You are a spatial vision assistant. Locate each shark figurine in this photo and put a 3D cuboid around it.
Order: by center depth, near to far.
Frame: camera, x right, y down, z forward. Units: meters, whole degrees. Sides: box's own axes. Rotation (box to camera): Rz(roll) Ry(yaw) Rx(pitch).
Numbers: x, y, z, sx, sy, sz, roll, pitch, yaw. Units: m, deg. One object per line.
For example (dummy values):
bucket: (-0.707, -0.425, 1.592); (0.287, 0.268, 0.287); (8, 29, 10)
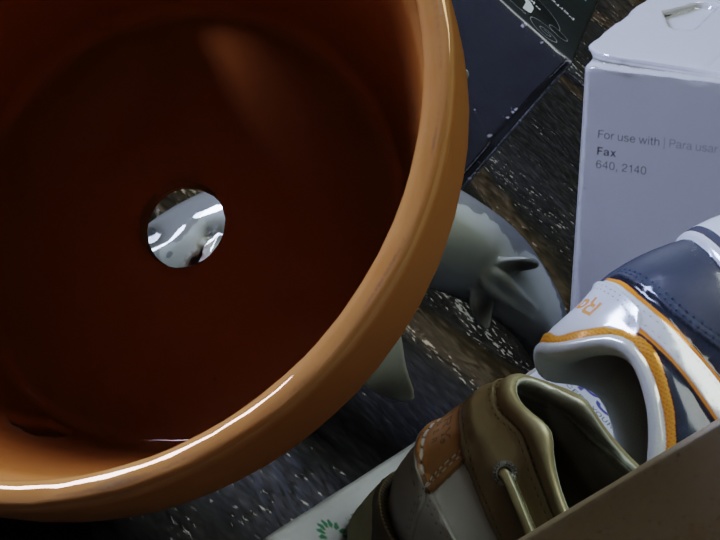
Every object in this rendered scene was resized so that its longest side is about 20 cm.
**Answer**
shark figurine: (0.020, -0.002, 0.952); (0.214, 0.128, 0.089); (33, 6, -34)

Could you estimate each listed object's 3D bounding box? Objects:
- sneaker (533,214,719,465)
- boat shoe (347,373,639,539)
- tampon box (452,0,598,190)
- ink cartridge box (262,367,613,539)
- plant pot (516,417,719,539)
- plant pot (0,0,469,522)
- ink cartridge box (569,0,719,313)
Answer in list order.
sneaker: (0.120, 0.088, 0.791); (0.200, 0.079, 0.078); (61, -14, 12)
boat shoe: (0.087, 0.112, 0.723); (0.200, 0.068, 0.075); (42, 30, 7)
tampon box: (0.003, -0.108, 1.177); (0.150, 0.126, 0.200); (41, 16, -3)
ink cartridge box: (0.078, 0.127, 0.803); (0.196, 0.043, 0.200); (45, 29, 12)
plant pot: (0.099, 0.146, 0.593); (0.177, 0.200, 0.200); (54, 24, -6)
plant pot: (-0.063, -0.027, 0.712); (0.200, 0.200, 0.140); (47, -1, 17)
ink cartridge box: (0.130, 0.009, 0.978); (0.086, 0.200, 0.146); (10, 21, 18)
